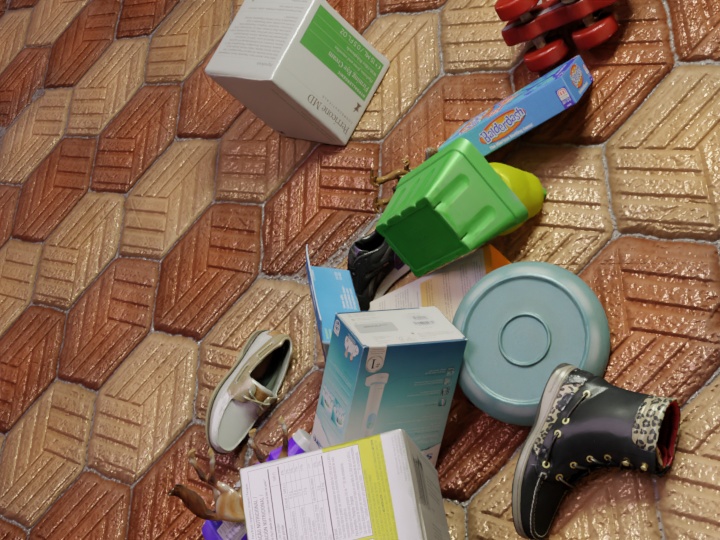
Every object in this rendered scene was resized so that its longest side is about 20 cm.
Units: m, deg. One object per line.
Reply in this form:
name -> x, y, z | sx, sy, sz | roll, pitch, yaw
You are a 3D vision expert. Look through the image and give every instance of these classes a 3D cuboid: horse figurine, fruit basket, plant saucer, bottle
horse figurine -> -0.149, 0.280, 1.634 | 0.198, 0.134, 0.050 | -21, 9, 3
fruit basket -> 0.146, -0.095, 1.631 | 0.215, 0.156, 0.216 | -41, 6, 6
plant saucer -> 0.200, 0.085, 1.498 | 0.198, 0.027, 0.202 | -4, 77, 18
bottle -> -0.130, 0.307, 1.698 | 0.200, 0.065, 0.083 | -51, 48, 2

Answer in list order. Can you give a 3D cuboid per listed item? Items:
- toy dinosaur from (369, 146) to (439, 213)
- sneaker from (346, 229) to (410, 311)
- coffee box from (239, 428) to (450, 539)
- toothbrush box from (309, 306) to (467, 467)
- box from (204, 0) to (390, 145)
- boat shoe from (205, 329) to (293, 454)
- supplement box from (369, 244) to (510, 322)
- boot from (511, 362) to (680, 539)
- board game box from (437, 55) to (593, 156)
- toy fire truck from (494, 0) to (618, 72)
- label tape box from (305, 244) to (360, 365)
toy dinosaur -> 0.062, -0.118, 1.769 | 0.200, 0.105, 0.061 | 147, 107, -69
sneaker -> 0.000, 0.000, 1.783 | 0.200, 0.087, 0.076 | -49, 39, 5
coffee box -> -0.006, 0.318, 1.391 | 0.196, 0.200, 0.202 | -15, 64, 9
toothbrush box -> 0.032, 0.153, 1.526 | 0.085, 0.145, 0.202 | 47, 133, 51
box -> -0.104, -0.336, 2.050 | 0.199, 0.199, 0.172 | 17, 74, 49
boat shoe -> -0.163, 0.176, 1.823 | 0.068, 0.075, 0.201 | -2, 60, 50
supplement box -> 0.113, 0.070, 1.630 | 0.199, 0.073, 0.127 | -26, 47, 27
boot -> 0.259, 0.215, 1.379 | 0.153, 0.073, 0.205 | 12, 80, 39
board game box -> 0.214, -0.215, 1.706 | 0.199, 0.045, 0.152 | -30, 8, 26
toy fire truck -> 0.295, -0.386, 1.773 | 0.199, 0.113, 0.168 | -20, 25, 37
label tape box -> -0.025, 0.079, 1.663 | 0.065, 0.201, 0.144 | -11, 44, -4
